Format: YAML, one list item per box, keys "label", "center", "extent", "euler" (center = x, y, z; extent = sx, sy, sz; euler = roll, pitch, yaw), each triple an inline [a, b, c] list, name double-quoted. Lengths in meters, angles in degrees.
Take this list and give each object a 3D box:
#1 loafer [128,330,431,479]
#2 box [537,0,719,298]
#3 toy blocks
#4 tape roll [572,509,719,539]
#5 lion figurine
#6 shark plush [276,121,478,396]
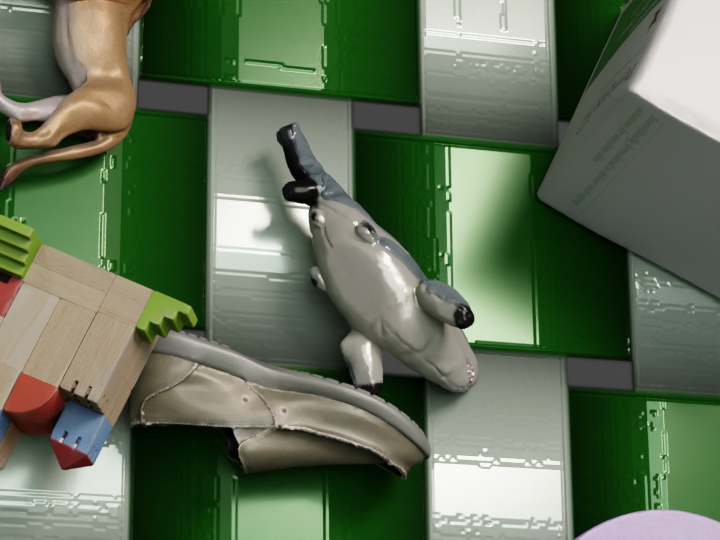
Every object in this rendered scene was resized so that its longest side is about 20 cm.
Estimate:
- label: "loafer"
  center: [-0.055, 0.095, 1.499]
  extent: [0.199, 0.075, 0.070]
  euler: [18, 79, -4]
- label: "box"
  center: [0.255, -0.101, 1.578]
  extent: [0.199, 0.199, 0.172]
  euler: [27, 67, -4]
- label: "toy blocks"
  center: [-0.213, 0.052, 1.439]
  extent: [0.199, 0.100, 0.137]
  euler: [22, 74, 13]
- label: "tape roll"
  center: [0.185, 0.254, 1.513]
  extent: [0.199, 0.066, 0.201]
  euler: [5, 71, -14]
- label: "lion figurine"
  center: [-0.172, -0.144, 1.547]
  extent: [0.122, 0.072, 0.201]
  euler: [6, 84, -28]
- label: "shark plush"
  center: [0.000, 0.000, 1.550]
  extent: [0.200, 0.083, 0.091]
  euler: [44, 109, 12]
